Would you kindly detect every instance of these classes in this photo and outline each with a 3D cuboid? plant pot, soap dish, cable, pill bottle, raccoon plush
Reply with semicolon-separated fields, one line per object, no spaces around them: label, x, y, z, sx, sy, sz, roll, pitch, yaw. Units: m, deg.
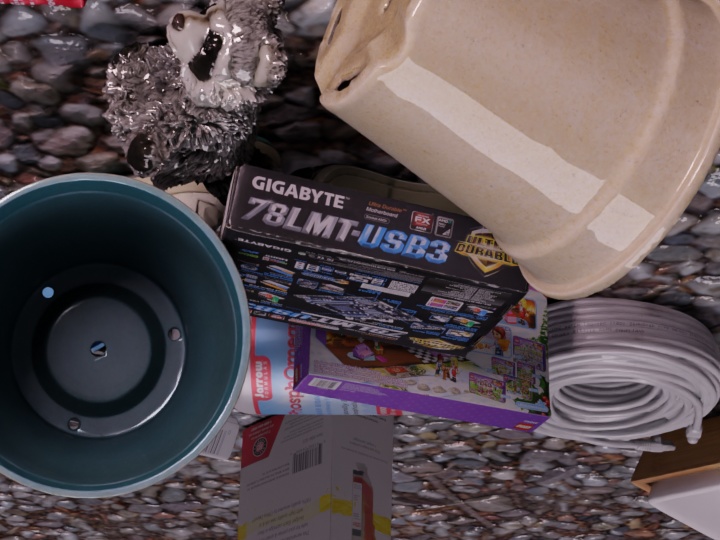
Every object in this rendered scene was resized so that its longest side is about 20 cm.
plant pot;-0.176;0.049;1.165;0.199;0.201;0.188;5;174;-5
plant pot;0.082;-0.112;0.995;0.183;0.201;0.200;27;146;-21
soap dish;0.382;0.202;1.701;0.157;0.082;0.200;-19;147;36
cable;0.213;0.087;1.496;0.199;0.070;0.200;5;153;-5
pill bottle;-0.049;0.063;1.417;0.199;0.109;0.109;0;154;4
raccoon plush;-0.070;-0.114;1.116;0.134;0.097;0.200;-23;163;24

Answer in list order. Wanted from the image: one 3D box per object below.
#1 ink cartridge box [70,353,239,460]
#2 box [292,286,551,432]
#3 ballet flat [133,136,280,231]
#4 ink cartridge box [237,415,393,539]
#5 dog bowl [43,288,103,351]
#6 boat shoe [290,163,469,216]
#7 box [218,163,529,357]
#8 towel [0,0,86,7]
ink cartridge box;-0.233;0.096;1.453;0.198;0.044;0.200;19;-179;-38
box;0.049;0.040;1.333;0.199;0.138;0.039;12;151;-18
ballet flat;-0.143;-0.041;1.263;0.199;0.070;0.069;-15;149;30
ink cartridge box;-0.045;0.236;1.662;0.083;0.201;0.145;22;147;-36
dog bowl;-0.267;0.014;1.339;0.199;0.112;0.050;1;164;1
boat shoe;0.023;-0.032;1.274;0.199;0.075;0.066;13;-179;-41
box;0.000;0.000;1.178;0.199;0.050;0.199;12;164;-5
towel;-0.268;-0.195;1.010;0.199;0.023;0.145;-1;153;6
